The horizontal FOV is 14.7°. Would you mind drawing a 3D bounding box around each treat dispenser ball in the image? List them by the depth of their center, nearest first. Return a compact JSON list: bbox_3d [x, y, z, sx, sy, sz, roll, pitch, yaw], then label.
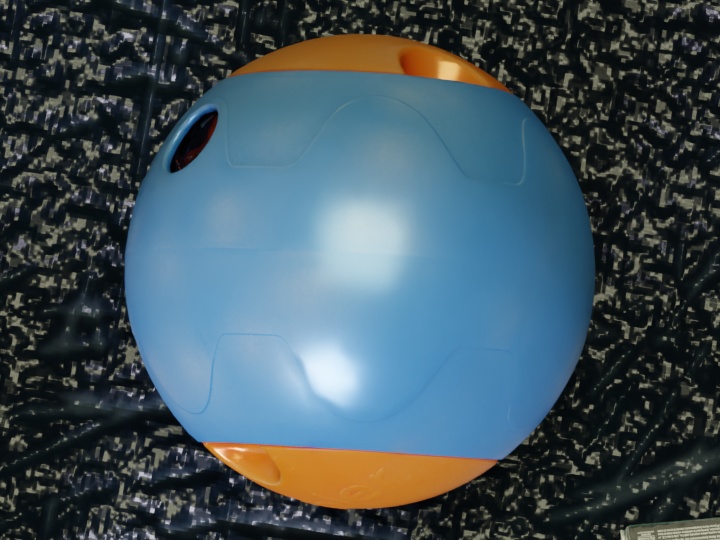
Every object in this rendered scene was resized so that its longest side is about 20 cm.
[{"bbox_3d":[0.000,0.000,1.185,0.200,0.201,0.202,1,77,-2],"label":"treat dispenser ball"}]

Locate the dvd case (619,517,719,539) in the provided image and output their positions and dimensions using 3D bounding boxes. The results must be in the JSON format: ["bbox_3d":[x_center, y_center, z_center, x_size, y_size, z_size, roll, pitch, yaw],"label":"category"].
[{"bbox_3d":[0.198,0.207,1.239,0.145,0.022,0.201,-6,76,-4],"label":"dvd case"}]
